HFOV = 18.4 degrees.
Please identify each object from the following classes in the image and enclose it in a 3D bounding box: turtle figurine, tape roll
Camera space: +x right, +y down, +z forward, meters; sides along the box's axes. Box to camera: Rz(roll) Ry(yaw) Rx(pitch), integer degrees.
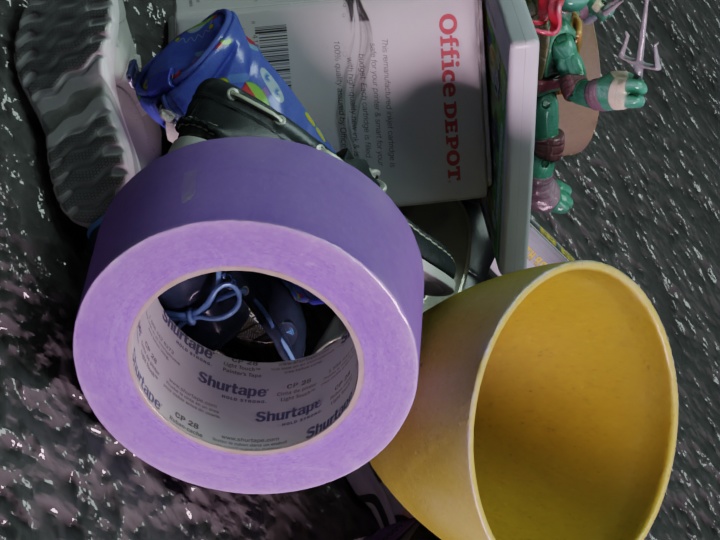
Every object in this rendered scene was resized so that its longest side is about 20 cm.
[{"bbox_3d":[0.142,-0.146,1.530,0.100,0.201,0.150,13,41,-6],"label":"turtle figurine"},{"bbox_3d":[-0.063,0.028,1.286,0.200,0.199,0.085,45,28,-26],"label":"tape roll"}]

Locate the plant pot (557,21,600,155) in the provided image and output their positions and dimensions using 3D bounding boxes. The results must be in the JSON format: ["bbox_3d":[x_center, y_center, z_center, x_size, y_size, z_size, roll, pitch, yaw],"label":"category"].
[{"bbox_3d":[0.052,-0.157,1.684,0.187,0.199,0.188,165,-90,-73],"label":"plant pot"}]

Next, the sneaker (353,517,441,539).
[{"bbox_3d":[0.028,0.219,1.371,0.076,0.087,0.200,47,27,-25],"label":"sneaker"}]

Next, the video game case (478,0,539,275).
[{"bbox_3d":[0.088,-0.130,1.487,0.183,0.022,0.201,-102,-172,-45],"label":"video game case"}]

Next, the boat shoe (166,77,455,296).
[{"bbox_3d":[-0.020,-0.048,1.330,0.199,0.075,0.061,30,68,-25],"label":"boat shoe"}]

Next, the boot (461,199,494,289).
[{"bbox_3d":[0.000,0.000,1.563,0.077,0.199,0.169,98,7,-66],"label":"boot"}]

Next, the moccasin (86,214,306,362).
[{"bbox_3d":[-0.090,0.019,1.391,0.200,0.080,0.069,28,42,-47],"label":"moccasin"}]

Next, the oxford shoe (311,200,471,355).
[{"bbox_3d":[0.018,0.028,1.482,0.075,0.201,0.058,24,-20,17],"label":"oxford shoe"}]

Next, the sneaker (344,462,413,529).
[{"bbox_3d":[0.055,0.169,1.494,0.201,0.080,0.074,61,22,2],"label":"sneaker"}]

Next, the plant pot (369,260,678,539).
[{"bbox_3d":[0.082,0.091,1.381,0.199,0.141,0.201,-4,95,-46],"label":"plant pot"}]

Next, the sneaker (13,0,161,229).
[{"bbox_3d":[-0.168,-0.105,1.416,0.082,0.074,0.201,41,36,-58],"label":"sneaker"}]

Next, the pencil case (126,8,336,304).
[{"bbox_3d":[-0.060,-0.067,1.394,0.200,0.078,0.087,53,52,-20],"label":"pencil case"}]

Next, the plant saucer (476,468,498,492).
[{"bbox_3d":[0.130,0.234,1.518,0.199,0.037,0.201,15,66,-64],"label":"plant saucer"}]

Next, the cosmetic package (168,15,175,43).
[{"bbox_3d":[-0.039,-0.185,1.563,0.081,0.200,0.113,45,23,-29],"label":"cosmetic package"}]

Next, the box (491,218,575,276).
[{"bbox_3d":[0.130,-0.014,1.762,0.158,0.048,0.200,45,5,1],"label":"box"}]

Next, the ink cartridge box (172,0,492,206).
[{"bbox_3d":[-0.019,-0.118,1.472,0.084,0.199,0.145,-106,-169,-70],"label":"ink cartridge box"}]
